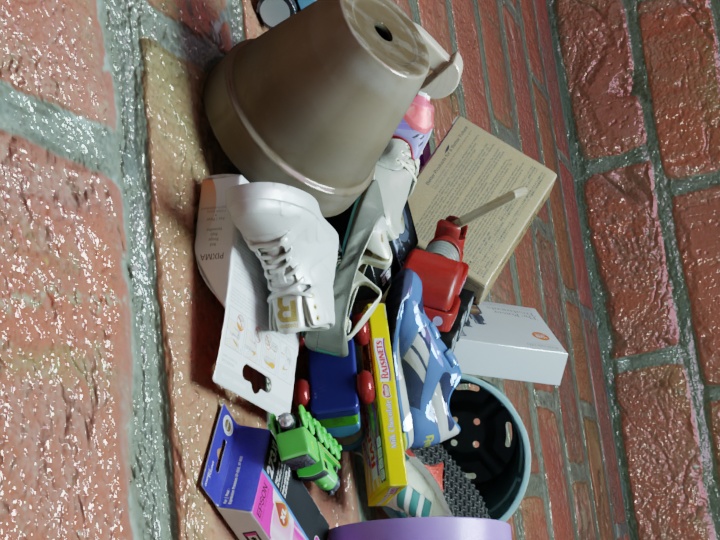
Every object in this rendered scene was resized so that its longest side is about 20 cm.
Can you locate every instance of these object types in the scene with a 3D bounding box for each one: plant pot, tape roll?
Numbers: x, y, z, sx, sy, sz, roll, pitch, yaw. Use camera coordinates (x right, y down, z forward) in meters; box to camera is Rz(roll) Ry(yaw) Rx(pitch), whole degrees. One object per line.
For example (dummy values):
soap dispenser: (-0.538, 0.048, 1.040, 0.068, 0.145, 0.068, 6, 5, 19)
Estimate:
plant pot: (0.121, 0.217, 1.455, 0.196, 0.197, 0.204, -10, 88, -77)
tape roll: (0.060, 0.311, 1.200, 0.200, 0.197, 0.086, 39, 45, -60)
plant pot: (-0.029, -0.185, 1.155, 0.198, 0.173, 0.202, 29, 39, -27)

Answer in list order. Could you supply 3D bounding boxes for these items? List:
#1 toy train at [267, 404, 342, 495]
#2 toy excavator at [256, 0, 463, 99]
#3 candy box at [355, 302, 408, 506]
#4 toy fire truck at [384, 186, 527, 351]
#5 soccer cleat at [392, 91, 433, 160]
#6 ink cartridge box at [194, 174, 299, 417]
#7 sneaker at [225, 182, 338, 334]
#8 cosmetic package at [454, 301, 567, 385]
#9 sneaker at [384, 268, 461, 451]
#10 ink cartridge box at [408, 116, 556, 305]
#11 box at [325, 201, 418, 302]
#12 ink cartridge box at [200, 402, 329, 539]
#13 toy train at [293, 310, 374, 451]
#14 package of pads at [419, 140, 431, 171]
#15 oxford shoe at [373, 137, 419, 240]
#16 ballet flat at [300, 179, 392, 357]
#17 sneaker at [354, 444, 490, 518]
toy train: (-0.049, 0.181, 1.143, 0.200, 0.041, 0.057, 63, 11, -68)
toy excavator: (0.003, -0.277, 1.353, 0.100, 0.197, 0.197, -68, 141, -55)
candy box: (0.018, 0.149, 1.278, 0.102, 0.026, 0.203, 114, -29, -65)
toy fire truck: (0.111, -0.011, 1.392, 0.176, 0.127, 0.203, -51, 155, -66)
soccer cleat: (-0.014, -0.182, 1.300, 0.067, 0.197, 0.078, 1, 104, -79)
ink cartridge box: (-0.110, 0.031, 1.131, 0.162, 0.049, 0.203, 42, 51, -60)
sneaker: (-0.067, -0.002, 1.085, 0.200, 0.073, 0.117, 39, 47, -63)
cosmetic package: (0.155, 0.087, 1.525, 0.151, 0.197, 0.052, -111, -149, -65)
sneaker: (0.067, 0.099, 1.295, 0.074, 0.081, 0.204, 147, -59, -76)
ink cartridge box: (0.147, -0.082, 1.578, 0.201, 0.164, 0.075, -54, 168, -19)
box: (-0.010, -0.071, 1.376, 0.200, 0.085, 0.166, -51, 127, -65)
ink cartridge box: (-0.085, 0.223, 1.094, 0.095, 0.037, 0.201, -79, 149, -47)
toy train: (-0.028, 0.089, 1.275, 0.116, 0.083, 0.202, 78, 5, -54)
package of pads: (0.035, -0.190, 1.575, 0.200, 0.075, 0.123, 8, 71, -69)
oxford shoe: (0.042, -0.126, 1.339, 0.075, 0.057, 0.202, 57, 31, -49)
ballet flat: (0.000, 0.000, 1.221, 0.068, 0.063, 0.202, 88, 23, -67)
sneaker: (0.069, 0.259, 1.343, 0.201, 0.093, 0.070, 54, 32, 2)
